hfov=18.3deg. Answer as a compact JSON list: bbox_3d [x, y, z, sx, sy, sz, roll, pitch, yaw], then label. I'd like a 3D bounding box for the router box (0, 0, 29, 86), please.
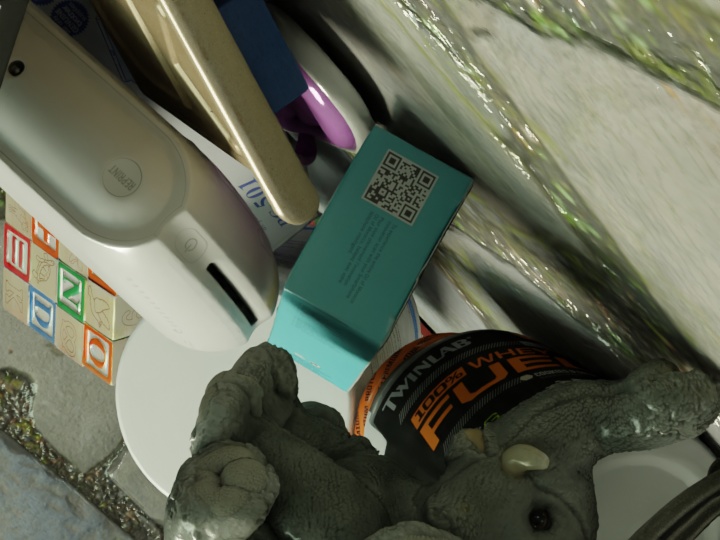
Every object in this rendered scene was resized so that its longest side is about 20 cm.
[{"bbox_3d":[-0.194,-0.154,0.903,0.200,0.051,0.149,60,141,31],"label":"router box"}]

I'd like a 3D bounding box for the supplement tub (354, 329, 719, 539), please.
[{"bbox_3d":[0.077,0.100,1.049,0.123,0.123,0.200,48,172,-25],"label":"supplement tub"}]

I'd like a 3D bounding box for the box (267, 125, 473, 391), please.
[{"bbox_3d":[0.000,0.000,1.014,0.049,0.083,0.200,29,170,1],"label":"box"}]

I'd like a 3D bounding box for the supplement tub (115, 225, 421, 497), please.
[{"bbox_3d":[-0.044,0.051,1.221,0.132,0.132,0.200,44,-167,3],"label":"supplement tub"}]

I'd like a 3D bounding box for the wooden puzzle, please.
[{"bbox_3d":[-0.084,-0.129,0.906,0.200,0.046,0.186,44,164,56],"label":"wooden puzzle"}]

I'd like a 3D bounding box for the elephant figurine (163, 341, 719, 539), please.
[{"bbox_3d":[0.029,0.113,0.890,0.199,0.142,0.156,13,141,11],"label":"elephant figurine"}]

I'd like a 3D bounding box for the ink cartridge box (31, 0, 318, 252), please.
[{"bbox_3d":[-0.102,-0.103,1.145,0.200,0.044,0.094,48,-169,-24],"label":"ink cartridge box"}]

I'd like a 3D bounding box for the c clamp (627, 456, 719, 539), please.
[{"bbox_3d":[0.140,0.143,0.940,0.027,0.171,0.200,37,156,31],"label":"c clamp"}]

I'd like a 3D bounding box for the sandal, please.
[{"bbox_3d":[-0.043,-0.076,1.021,0.082,0.050,0.203,46,174,-12],"label":"sandal"}]

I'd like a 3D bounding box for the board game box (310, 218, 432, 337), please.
[{"bbox_3d":[0.026,0.041,1.445,0.200,0.019,0.103,46,175,-10],"label":"board game box"}]

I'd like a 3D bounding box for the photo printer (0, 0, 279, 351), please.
[{"bbox_3d":[-0.122,-0.047,1.019,0.200,0.069,0.166,41,174,21],"label":"photo printer"}]

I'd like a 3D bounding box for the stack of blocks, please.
[{"bbox_3d":[-0.148,-0.052,1.277,0.115,0.058,0.201,30,126,41],"label":"stack of blocks"}]
